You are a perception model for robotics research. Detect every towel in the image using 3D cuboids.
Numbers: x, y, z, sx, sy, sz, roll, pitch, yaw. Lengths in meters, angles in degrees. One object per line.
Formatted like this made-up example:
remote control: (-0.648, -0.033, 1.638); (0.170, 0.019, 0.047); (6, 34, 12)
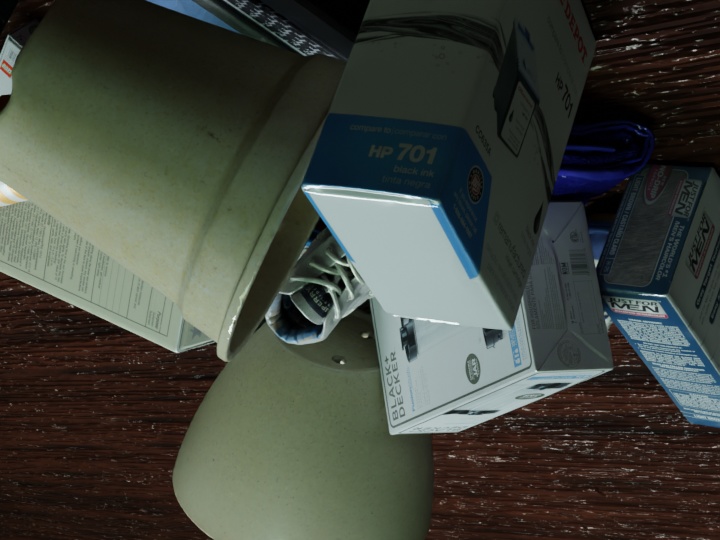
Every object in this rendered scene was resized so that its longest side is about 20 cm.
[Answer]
towel: (0.089, -0.052, 1.206); (0.148, 0.050, 0.200); (4, 165, -16)

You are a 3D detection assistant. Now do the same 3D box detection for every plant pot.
plant pot: (-0.113, -0.076, 1.088); (0.183, 0.201, 0.200); (28, 158, 3)

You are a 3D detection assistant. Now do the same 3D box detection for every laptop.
laptop: (-0.074, -0.112, 1.179); (0.187, 0.116, 0.200); (32, 174, -25)

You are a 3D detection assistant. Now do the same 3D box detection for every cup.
cup: (-0.030, 0.110, 1.355); (0.200, 0.200, 0.143); (18, 117, 9)

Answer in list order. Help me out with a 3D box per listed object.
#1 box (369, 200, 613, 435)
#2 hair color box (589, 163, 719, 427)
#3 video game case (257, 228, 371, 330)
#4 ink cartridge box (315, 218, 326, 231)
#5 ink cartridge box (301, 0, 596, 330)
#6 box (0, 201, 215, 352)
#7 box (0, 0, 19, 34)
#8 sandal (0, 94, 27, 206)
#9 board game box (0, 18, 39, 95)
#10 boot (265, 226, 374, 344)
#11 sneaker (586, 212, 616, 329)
box: (0.082, 0.036, 1.223); (0.060, 0.117, 0.200); (-2, 166, -28)
hair color box: (0.231, 0.022, 1.238); (0.060, 0.100, 0.200); (7, 153, 35)
video game case: (-0.063, 0.015, 1.358); (0.143, 0.018, 0.200); (-34, 146, 32)
ink cartridge box: (-0.082, -0.022, 1.446); (0.175, 0.084, 0.200); (2, 151, 38)
ink cartridge box: (0.055, -0.090, 1.011); (0.086, 0.200, 0.146); (9, 155, 26)
box: (-0.171, -0.024, 1.260); (0.200, 0.095, 0.078); (24, -160, 28)
box: (-0.353, -0.201, 1.242); (0.200, 0.115, 0.132); (7, 154, 31)
sandal: (-0.256, -0.077, 1.220); (0.206, 0.079, 0.059); (3, 129, 20)
board game box: (-0.197, -0.076, 1.350); (0.200, 0.035, 0.126); (42, 138, 6)
boot: (0.000, 0.000, 1.177); (0.074, 0.096, 0.200); (47, 156, 0)
sneaker: (0.168, 0.026, 1.324); (0.075, 0.088, 0.200); (23, 157, -1)
